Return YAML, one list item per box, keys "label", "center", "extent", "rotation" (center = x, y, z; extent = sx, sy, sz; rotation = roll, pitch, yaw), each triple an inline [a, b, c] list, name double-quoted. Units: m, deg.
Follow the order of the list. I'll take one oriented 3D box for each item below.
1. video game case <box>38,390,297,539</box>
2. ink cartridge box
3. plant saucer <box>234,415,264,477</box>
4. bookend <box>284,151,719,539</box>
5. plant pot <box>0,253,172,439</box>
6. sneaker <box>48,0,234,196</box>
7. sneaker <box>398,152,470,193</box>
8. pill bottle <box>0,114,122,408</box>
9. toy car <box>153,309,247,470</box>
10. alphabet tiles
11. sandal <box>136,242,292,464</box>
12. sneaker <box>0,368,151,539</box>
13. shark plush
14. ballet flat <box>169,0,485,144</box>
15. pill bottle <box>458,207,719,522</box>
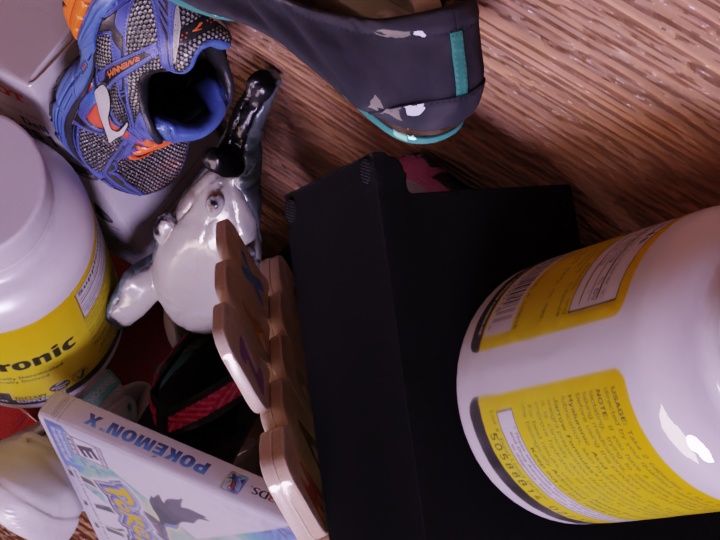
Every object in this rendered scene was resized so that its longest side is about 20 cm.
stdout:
- label: "video game case"
  center: [-0.073, 0.160, 1.149]
  extent: [0.182, 0.022, 0.200]
  rotation: [20, 146, 29]
- label: "ink cartridge box"
  center: [-0.168, -0.102, 1.172]
  extent: [0.146, 0.084, 0.200]
  rotation: [28, 162, 30]
- label: "plant saucer"
  center: [-0.042, 0.172, 1.234]
  extent: [0.200, 0.201, 0.037]
  rotation: [30, -157, 26]
- label: "bookend"
  center: [0.083, 0.049, 0.960]
  extent: [0.092, 0.198, 0.201]
  rotation: [-21, 76, 61]
- label: "plant pot"
  center: [-0.179, 0.046, 1.445]
  extent: [0.200, 0.176, 0.200]
  rotation: [26, 159, 38]
- label: "sneaker"
  center: [-0.102, -0.085, 1.033]
  extent: [0.078, 0.075, 0.200]
  rotation: [50, 161, 16]
- label: "sneaker"
  center: [0.000, 0.000, 1.082]
  extent: [0.080, 0.086, 0.200]
  rotation: [40, 165, -1]
- label: "pill bottle"
  center: [-0.191, -0.007, 1.129]
  extent: [0.111, 0.111, 0.200]
  rotation: [34, 163, 14]
- label: "toy car"
  center: [-0.051, 0.089, 1.327]
  extent: [0.175, 0.150, 0.200]
  rotation: [19, 156, 50]
- label: "alphabet tiles"
  center: [-0.022, 0.075, 1.035]
  extent: [0.200, 0.015, 0.196]
  rotation: [-95, -19, -61]
- label: "sandal"
  center: [-0.079, 0.053, 1.203]
  extent: [0.045, 0.200, 0.075]
  rotation: [31, -171, -48]
- label: "sneaker"
  center: [-0.168, 0.097, 1.223]
  extent: [0.075, 0.089, 0.200]
  rotation: [33, -172, 6]
- label: "shark plush"
  center: [-0.082, -0.034, 1.126]
  extent: [0.091, 0.083, 0.200]
  rotation: [12, 138, 8]
- label: "ballet flat"
  center: [-0.026, -0.124, 0.849]
  extent: [0.200, 0.073, 0.073]
  rotation: [36, 166, 32]
- label: "pill bottle"
  center: [0.128, 0.036, 0.808]
  extent: [0.111, 0.111, 0.200]
  rotation: [42, 157, -13]
